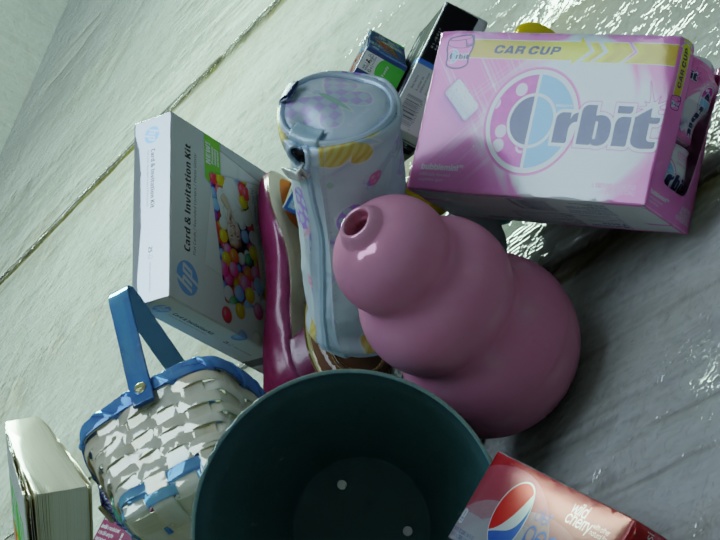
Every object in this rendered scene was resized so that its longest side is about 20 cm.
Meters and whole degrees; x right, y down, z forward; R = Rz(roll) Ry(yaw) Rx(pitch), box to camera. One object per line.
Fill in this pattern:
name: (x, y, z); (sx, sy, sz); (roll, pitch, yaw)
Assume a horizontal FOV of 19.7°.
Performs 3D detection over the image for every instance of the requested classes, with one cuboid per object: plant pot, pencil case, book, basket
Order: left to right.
book: (-0.225, 0.223, 1.497); (0.134, 0.048, 0.202); (-137, 42, -64)
basket: (-0.122, 0.124, 1.474); (0.138, 0.177, 0.201); (-26, 39, 10)
pencil case: (-0.006, -0.035, 1.387); (0.201, 0.082, 0.091); (82, -156, -42)
plant pot: (-0.004, 0.169, 1.346); (0.201, 0.199, 0.135); (-60, -6, -4)

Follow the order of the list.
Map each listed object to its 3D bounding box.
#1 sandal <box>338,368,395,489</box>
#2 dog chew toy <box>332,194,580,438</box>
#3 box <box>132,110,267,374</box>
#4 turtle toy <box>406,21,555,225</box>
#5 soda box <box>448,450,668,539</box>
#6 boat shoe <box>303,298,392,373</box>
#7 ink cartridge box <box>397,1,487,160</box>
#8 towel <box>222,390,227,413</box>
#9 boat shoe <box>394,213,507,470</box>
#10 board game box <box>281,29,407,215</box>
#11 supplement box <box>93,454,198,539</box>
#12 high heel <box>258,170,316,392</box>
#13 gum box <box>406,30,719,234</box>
sandal: (0.021, 0.113, 1.539); (0.206, 0.059, 0.079); (-38, 39, 6)
dog chew toy: (0.055, 0.023, 1.339); (0.124, 0.200, 0.125); (-26, 43, 27)
box: (-0.103, -0.014, 1.622); (0.041, 0.200, 0.157); (-17, 61, 30)
turtle toy: (0.123, -0.096, 1.511); (0.147, 0.101, 0.200); (-64, 19, -14)
soda box: (0.123, 0.162, 1.176); (0.064, 0.070, 0.200); (-59, 19, -5)
boat shoe: (0.000, 0.000, 1.527); (0.068, 0.071, 0.201); (109, 170, -51)
ink cartridge box: (0.046, -0.136, 1.551); (0.100, 0.039, 0.200); (-64, 2, -5)
towel: (-0.130, 0.196, 1.839); (0.201, 0.034, 0.192); (-63, 16, -3)
boat shoe: (0.054, 0.054, 1.472); (0.066, 0.071, 0.202); (-21, 58, 58)
board game box: (-0.010, -0.112, 1.584); (0.136, 0.034, 0.200); (-62, 4, 8)
supplement box: (-0.144, 0.243, 1.642); (0.201, 0.130, 0.103); (-64, 21, -11)
high heel: (-0.062, 0.018, 1.610); (0.096, 0.067, 0.201); (-42, 54, 28)
gum box: (0.138, -0.093, 1.373); (0.199, 0.066, 0.115); (6, 78, 37)
